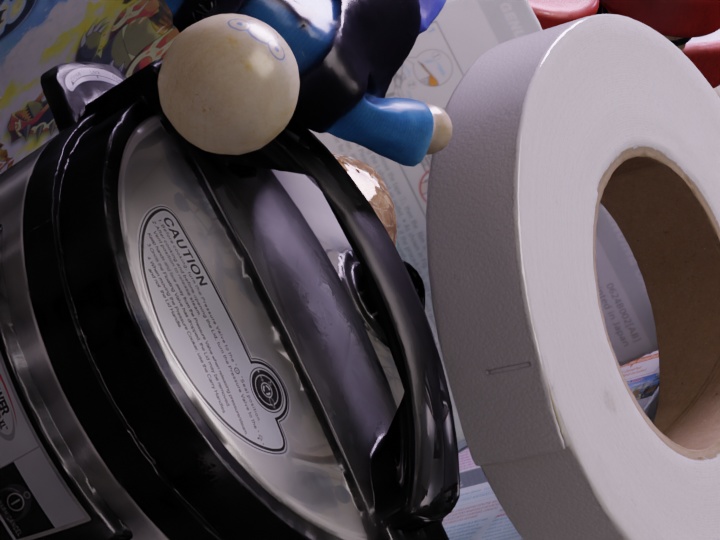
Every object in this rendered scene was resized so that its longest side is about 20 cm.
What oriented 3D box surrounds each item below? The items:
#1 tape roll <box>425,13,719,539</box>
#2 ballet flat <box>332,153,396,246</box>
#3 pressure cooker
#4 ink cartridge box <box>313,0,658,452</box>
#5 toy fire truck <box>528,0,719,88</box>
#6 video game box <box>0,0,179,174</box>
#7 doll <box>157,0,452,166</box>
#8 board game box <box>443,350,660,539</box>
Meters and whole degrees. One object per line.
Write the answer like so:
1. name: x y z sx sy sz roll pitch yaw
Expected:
1. tape roll: 0.091 0.014 0.926 0.203 0.037 0.203 26 57 -50
2. ballet flat: -0.017 0.053 0.960 0.065 0.070 0.200 13 62 -47
3. pressure cooker: -0.068 0.041 0.852 0.176 0.200 0.179 45 29 -29
4. ink cartridge box: 0.000 0.000 1.036 0.047 0.200 0.160 91 -26 -75
5. toy fire truck: 0.063 -0.118 1.243 0.200 0.112 0.168 -11 43 -36
6. video game box: -0.112 -0.098 0.877 0.047 0.182 0.200 42 -9 22
7. doll: -0.020 -0.090 0.840 0.136 0.048 0.200 39 33 -8
8. board game box: 0.080 0.081 1.056 0.064 0.148 0.200 50 53 -17
